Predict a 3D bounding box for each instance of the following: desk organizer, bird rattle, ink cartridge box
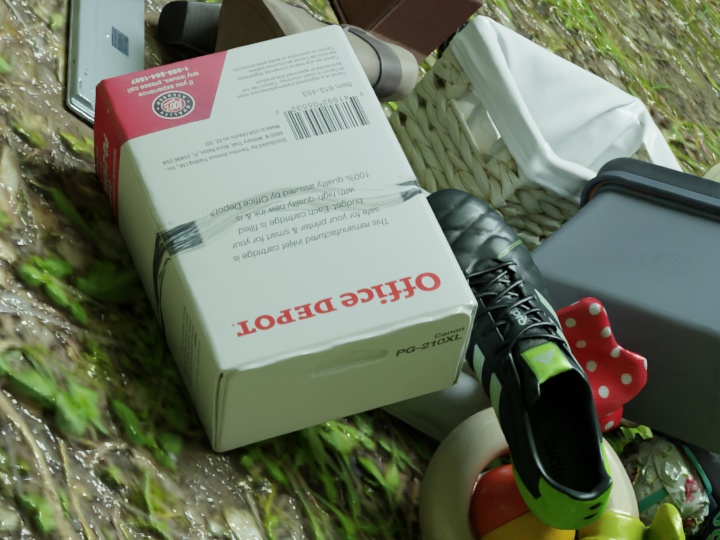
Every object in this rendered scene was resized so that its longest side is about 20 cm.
[{"bbox_3d":[0.010,-0.248,1.924,0.072,0.077,0.200,21,36,-46],"label":"desk organizer"},{"bbox_3d":[0.108,0.125,1.468,0.163,0.113,0.201,-21,92,-29],"label":"bird rattle"},{"bbox_3d":[-0.043,-0.019,1.405,0.144,0.084,0.200,-15,57,-17],"label":"ink cartridge box"}]

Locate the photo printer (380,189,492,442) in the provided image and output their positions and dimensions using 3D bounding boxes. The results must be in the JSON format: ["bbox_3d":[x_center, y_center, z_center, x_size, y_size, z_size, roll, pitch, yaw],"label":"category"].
[{"bbox_3d":[0.000,0.000,1.549,0.200,0.069,0.167,31,31,-33],"label":"photo printer"}]

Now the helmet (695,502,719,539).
[{"bbox_3d":[0.290,0.209,1.587,0.200,0.200,0.191,54,-17,12],"label":"helmet"}]

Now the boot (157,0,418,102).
[{"bbox_3d":[-0.029,-0.130,1.615,0.146,0.071,0.200,10,11,-32],"label":"boot"}]

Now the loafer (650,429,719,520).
[{"bbox_3d":[0.255,0.152,1.712,0.200,0.063,0.072,57,0,-16],"label":"loafer"}]

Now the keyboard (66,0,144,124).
[{"bbox_3d":[-0.151,-0.140,1.579,0.056,0.011,0.200,40,25,-29],"label":"keyboard"}]

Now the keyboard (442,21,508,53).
[{"bbox_3d":[0.139,-0.118,2.023,0.200,0.021,0.127,43,31,-14],"label":"keyboard"}]

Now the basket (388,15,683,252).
[{"bbox_3d":[0.118,-0.060,1.773,0.200,0.123,0.136,22,35,-46],"label":"basket"}]

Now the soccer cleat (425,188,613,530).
[{"bbox_3d":[0.087,0.041,1.413,0.081,0.067,0.201,122,-54,-72],"label":"soccer cleat"}]

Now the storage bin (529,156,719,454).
[{"bbox_3d":[0.188,0.037,1.600,0.199,0.146,0.134,20,33,32],"label":"storage bin"}]

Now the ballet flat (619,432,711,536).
[{"bbox_3d":[0.174,0.139,1.628,0.076,0.064,0.200,57,-2,12],"label":"ballet flat"}]

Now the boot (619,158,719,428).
[{"bbox_3d":[0.243,0.039,1.703,0.073,0.200,0.155,29,6,-42],"label":"boot"}]

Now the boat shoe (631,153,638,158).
[{"bbox_3d":[0.186,-0.067,1.943,0.200,0.074,0.076,33,44,-26],"label":"boat shoe"}]
